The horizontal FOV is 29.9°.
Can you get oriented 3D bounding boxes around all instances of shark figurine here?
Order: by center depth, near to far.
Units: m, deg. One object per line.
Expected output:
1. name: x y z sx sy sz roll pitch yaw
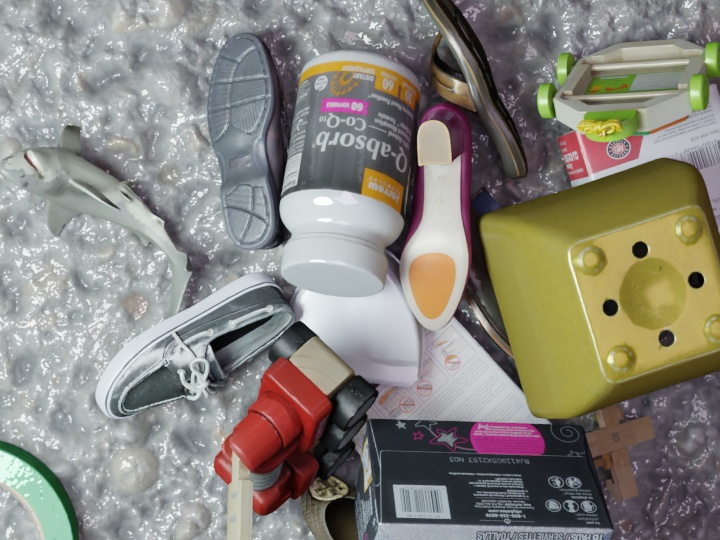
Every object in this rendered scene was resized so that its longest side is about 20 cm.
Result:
1. shark figurine: -0.244 -0.047 1.249 0.214 0.129 0.090 36 112 -22

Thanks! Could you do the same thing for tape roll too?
1. tape roll: -0.361 0.257 1.239 0.198 0.048 0.203 0 91 -6

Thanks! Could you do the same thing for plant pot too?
1. plant pot: 0.226 0.017 1.143 0.194 0.200 0.196 -17 91 -2

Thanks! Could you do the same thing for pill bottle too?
1. pill bottle: -0.011 -0.086 1.216 0.115 0.116 0.202 9 72 -6

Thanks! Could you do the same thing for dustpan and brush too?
1. dustpan and brush: 0.000 0.000 1.279 0.138 0.057 0.202 6 96 6

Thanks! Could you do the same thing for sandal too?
1. sandal: 0.100 -0.173 1.282 0.054 0.082 0.201 -24 100 16

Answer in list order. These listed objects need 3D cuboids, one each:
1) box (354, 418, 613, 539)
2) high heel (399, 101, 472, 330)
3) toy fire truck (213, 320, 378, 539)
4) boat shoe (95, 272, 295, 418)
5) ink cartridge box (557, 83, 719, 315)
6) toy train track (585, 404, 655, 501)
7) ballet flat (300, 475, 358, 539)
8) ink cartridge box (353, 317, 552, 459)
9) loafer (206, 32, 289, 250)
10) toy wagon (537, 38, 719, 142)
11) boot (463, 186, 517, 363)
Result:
1. box: 0.101 0.216 1.169 0.198 0.133 0.116 2 126 -7
2. high heel: 0.074 -0.051 1.240 0.067 0.096 0.202 -1 105 15
3. toy fire truck: -0.081 0.175 1.171 0.129 0.176 0.200 42 61 13
4. boat shoe: -0.149 0.082 1.241 0.198 0.068 0.074 -30 136 -11
5. ink cartridge box: 0.291 -0.057 1.288 0.143 0.084 0.202 -18 91 -5
6. toy train track: 0.224 0.121 1.302 0.114 0.032 0.202 -7 81 -40
7. ballet flat: 0.006 0.254 1.224 0.067 0.047 0.200 -16 48 -23
8. ink cartridge box: 0.079 0.150 1.295 0.161 0.050 0.200 -42 78 -4
9. loafer: -0.099 -0.118 1.268 0.071 0.063 0.202 -5 86 24
10. toy wagon: 0.241 -0.160 1.230 0.154 0.200 0.040 0 122 27
11. boot: 0.143 0.017 1.272 0.097 0.075 0.200 -45 91 3
